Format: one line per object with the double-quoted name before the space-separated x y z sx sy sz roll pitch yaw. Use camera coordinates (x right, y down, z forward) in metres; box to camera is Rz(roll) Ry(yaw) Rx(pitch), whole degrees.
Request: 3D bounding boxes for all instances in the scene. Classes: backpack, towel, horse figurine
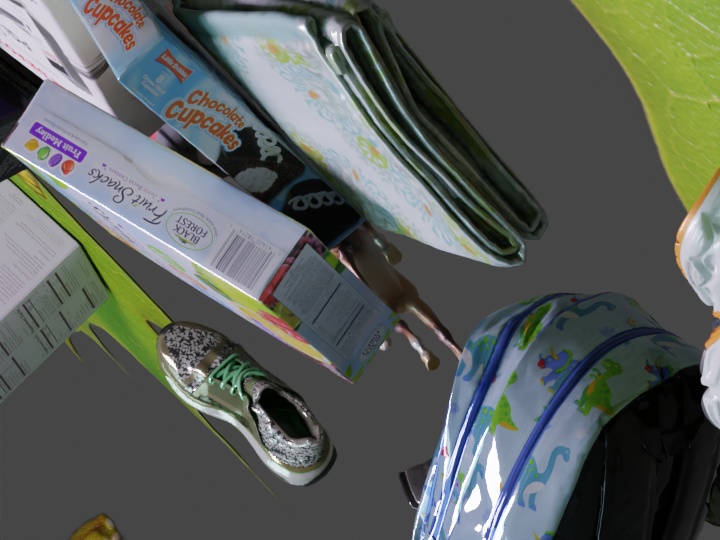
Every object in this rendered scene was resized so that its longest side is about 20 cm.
"backpack" 0.105 0.109 1.304 0.154 0.163 0.200 52 139 28
"towel" -0.003 -0.080 1.341 0.171 0.048 0.200 50 168 -24
"horse figurine" 0.000 0.000 1.611 0.133 0.050 0.200 43 175 43

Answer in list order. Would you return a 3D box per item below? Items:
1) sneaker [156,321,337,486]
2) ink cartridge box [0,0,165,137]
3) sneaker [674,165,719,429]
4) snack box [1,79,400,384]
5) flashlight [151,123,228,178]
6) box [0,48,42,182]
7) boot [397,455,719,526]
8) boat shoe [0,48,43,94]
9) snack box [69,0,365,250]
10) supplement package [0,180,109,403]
"sneaker" -0.099 0.106 2.385 0.200 0.077 0.089 38 156 7
"ink cartridge box" -0.179 -0.181 1.517 0.147 0.083 0.200 36 166 34
"sneaker" 0.182 0.031 1.011 0.092 0.076 0.200 33 166 31
"snack box" -0.088 -0.021 1.476 0.200 0.053 0.142 31 172 29
"flashlight" -0.139 -0.128 1.636 0.200 0.068 0.068 41 154 37
"box" -0.290 -0.133 1.806 0.148 0.104 0.200 43 -152 4
"boot" 0.116 0.126 1.447 0.200 0.131 0.068 31 163 52
"boat shoe" -0.251 -0.191 1.743 0.200 0.071 0.064 41 -145 -13
"snack box" -0.083 -0.098 1.437 0.200 0.037 0.116 40 -169 -47
"supplement package" -0.403 0.024 2.814 0.152 0.200 0.151 41 169 21
